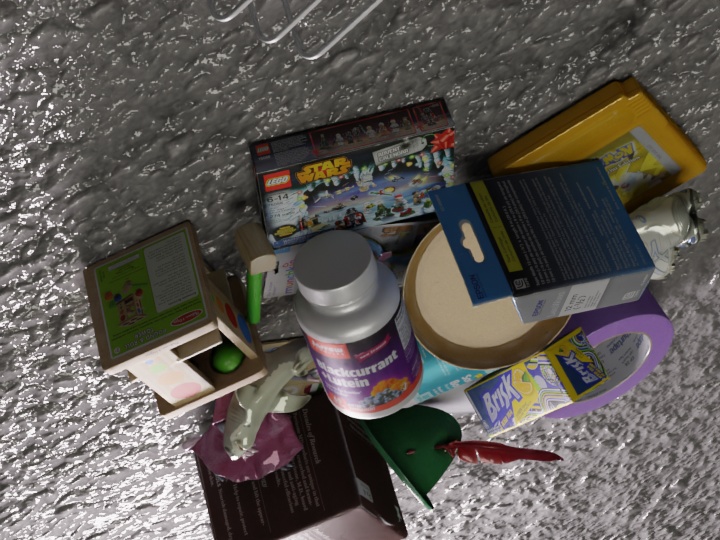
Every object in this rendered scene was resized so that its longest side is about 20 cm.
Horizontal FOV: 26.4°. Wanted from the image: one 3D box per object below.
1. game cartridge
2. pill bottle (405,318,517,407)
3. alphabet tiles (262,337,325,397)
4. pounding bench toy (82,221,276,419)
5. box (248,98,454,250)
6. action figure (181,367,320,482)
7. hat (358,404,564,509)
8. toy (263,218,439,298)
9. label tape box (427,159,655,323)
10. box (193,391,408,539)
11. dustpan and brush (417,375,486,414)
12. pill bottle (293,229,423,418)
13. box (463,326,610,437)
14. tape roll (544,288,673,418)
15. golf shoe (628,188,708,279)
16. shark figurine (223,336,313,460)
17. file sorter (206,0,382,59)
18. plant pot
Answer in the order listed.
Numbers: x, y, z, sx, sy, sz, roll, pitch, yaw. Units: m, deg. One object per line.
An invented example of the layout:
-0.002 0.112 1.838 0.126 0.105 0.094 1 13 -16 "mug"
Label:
0.255 -0.113 1.633 0.176 0.032 0.200 -31 147 20 "game cartridge"
0.114 0.074 1.773 0.200 0.111 0.111 -24 147 10 "pill bottle"
-0.068 0.126 1.863 0.200 0.006 0.167 -6 146 -17 "alphabet tiles"
-0.154 0.043 1.584 0.200 0.124 0.156 -24 147 10 "pounding bench toy"
-0.005 -0.093 1.530 0.200 0.040 0.137 -14 147 -6 "box"
-0.131 0.153 1.806 0.134 0.149 0.200 -34 137 -31 "action figure"
0.111 0.188 1.926 0.176 0.166 0.200 -36 136 2 "hat"
0.000 0.000 1.665 0.199 0.047 0.115 -9 145 -15 "toy"
0.177 -0.025 1.560 0.200 0.144 0.066 -12 149 -16 "label tape box"
-0.075 0.280 1.937 0.200 0.165 0.166 -24 149 11 "box"
0.131 0.115 1.909 0.139 0.057 0.200 -2 153 -2 "dustpan and brush"
-0.006 0.055 1.601 0.111 0.112 0.200 -18 136 1 "pill bottle"
0.202 0.133 1.790 0.064 0.070 0.200 -28 175 -28 "box"
0.286 0.097 1.906 0.200 0.066 0.200 -21 146 -15 "tape roll"
0.312 -0.038 1.715 0.097 0.078 0.200 -9 162 -8 "golf shoe"
-0.090 0.100 1.705 0.214 0.089 0.128 -39 141 -13 "shark figurine"
-0.078 -0.263 1.158 0.139 0.125 0.200 -38 143 30 "file sorter"
0.140 0.013 1.669 0.200 0.027 0.201 -5 114 -10 "plant pot"
